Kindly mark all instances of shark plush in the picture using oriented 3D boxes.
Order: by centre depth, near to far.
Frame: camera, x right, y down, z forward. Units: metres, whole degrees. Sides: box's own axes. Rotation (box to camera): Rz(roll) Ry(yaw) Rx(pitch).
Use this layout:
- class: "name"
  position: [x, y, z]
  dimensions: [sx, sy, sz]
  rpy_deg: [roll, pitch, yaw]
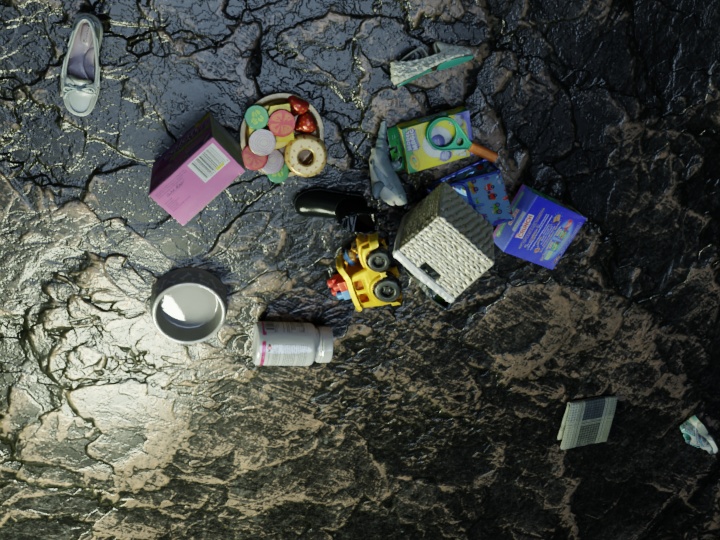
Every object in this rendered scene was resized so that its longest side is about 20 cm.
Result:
- class: "shark plush"
  position: [0.063, -0.255, 1.463]
  dimensions: [0.083, 0.091, 0.201]
  rpy_deg: [-5, 95, 3]

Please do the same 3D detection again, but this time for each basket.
- class: "basket"
  position: [0.208, -0.072, 1.479]
  dimensions: [0.198, 0.200, 0.161]
  rpy_deg: [39, 121, -14]

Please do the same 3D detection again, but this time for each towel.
- class: "towel"
  position: [0.770, 0.514, 2.073]
  dimensions: [0.192, 0.035, 0.201]
  rpy_deg: [-5, 116, -16]

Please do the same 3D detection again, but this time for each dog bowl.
- class: "dog bowl"
  position: [-0.425, 0.094, 1.515]
  dimensions: [0.199, 0.059, 0.201]
  rpy_deg: [-7, 118, -12]

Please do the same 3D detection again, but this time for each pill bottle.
- class: "pill bottle"
  position: [-0.178, 0.193, 1.600]
  dimensions: [0.199, 0.113, 0.114]
  rpy_deg: [4, 116, -16]

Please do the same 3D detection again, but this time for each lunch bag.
- class: "lunch bag"
  position: [0.269, -0.177, 1.554]
  dimensions: [0.199, 0.094, 0.151]
  rpy_deg: [-20, 123, 10]

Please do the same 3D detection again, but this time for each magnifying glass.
- class: "magnifying glass"
  position: [0.243, -0.305, 1.454]
  dimensions: [0.199, 0.022, 0.080]
  rpy_deg: [18, 110, -24]

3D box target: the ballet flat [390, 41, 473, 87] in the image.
- class: "ballet flat"
  position: [0.158, -0.476, 1.370]
  dimensions: [0.199, 0.072, 0.072]
  rpy_deg: [-21, 120, -4]

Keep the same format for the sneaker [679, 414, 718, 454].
- class: "sneaker"
  position: [1.228, 0.607, 2.225]
  dimensions: [0.086, 0.078, 0.200]
  rpy_deg: [-34, 114, 18]

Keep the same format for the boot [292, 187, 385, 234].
- class: "boot"
  position: [-0.051, -0.136, 1.433]
  dimensions: [0.198, 0.163, 0.074]
  rpy_deg: [0, 116, -15]

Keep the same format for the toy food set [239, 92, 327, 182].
- class: "toy food set"
  position: [-0.177, -0.298, 1.379]
  dimensions: [0.197, 0.049, 0.201]
  rpy_deg: [-12, 120, -11]

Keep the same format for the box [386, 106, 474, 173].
- class: "box"
  position: [0.168, -0.311, 1.468]
  dimensions: [0.199, 0.048, 0.118]
  rpy_deg: [-17, 120, -4]

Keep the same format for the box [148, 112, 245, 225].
- class: "box"
  position: [-0.346, -0.219, 1.289]
  dimensions: [0.176, 0.200, 0.097]
  rpy_deg: [-39, 120, 8]

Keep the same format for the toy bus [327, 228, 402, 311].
- class: "toy bus"
  position: [0.000, 0.000, 1.551]
  dimensions: [0.191, 0.136, 0.200]
  rpy_deg: [-14, 119, 11]

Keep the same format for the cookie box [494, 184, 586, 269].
- class: "cookie box"
  position: [0.473, -0.113, 1.622]
  dimensions: [0.200, 0.075, 0.171]
  rpy_deg: [17, 112, -32]

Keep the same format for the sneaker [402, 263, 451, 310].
- class: "sneaker"
  position: [0.187, 0.028, 1.630]
  dimensions: [0.074, 0.081, 0.200]
  rpy_deg: [-42, 119, 8]

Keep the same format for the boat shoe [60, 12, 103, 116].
- class: "boat shoe"
  position: [-0.555, -0.405, 1.214]
  dimensions: [0.074, 0.065, 0.202]
  rpy_deg: [13, 113, -20]
